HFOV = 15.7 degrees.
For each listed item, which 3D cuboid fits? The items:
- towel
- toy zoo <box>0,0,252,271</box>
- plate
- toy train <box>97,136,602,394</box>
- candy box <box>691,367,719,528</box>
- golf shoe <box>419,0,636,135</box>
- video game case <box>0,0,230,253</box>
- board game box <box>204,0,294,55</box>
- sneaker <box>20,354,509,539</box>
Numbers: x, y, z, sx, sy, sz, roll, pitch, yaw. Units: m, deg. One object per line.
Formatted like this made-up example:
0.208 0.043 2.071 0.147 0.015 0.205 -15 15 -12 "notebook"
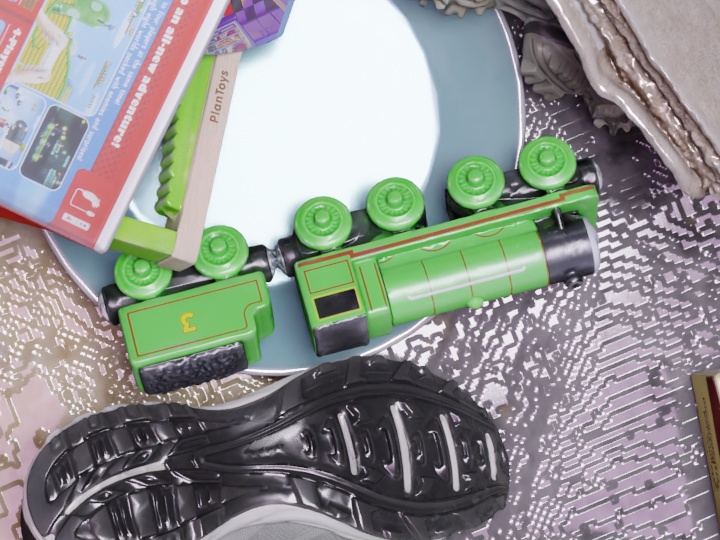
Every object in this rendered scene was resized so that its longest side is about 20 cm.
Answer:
0.111 -0.126 0.958 0.200 0.034 0.132 57 44 -8 "towel"
-0.140 -0.090 0.945 0.199 0.020 0.132 16 74 -20 "toy zoo"
-0.035 -0.059 1.026 0.199 0.026 0.201 0 90 -3 "plate"
0.000 0.000 0.989 0.199 0.042 0.057 -15 65 -3 "toy train"
0.241 0.078 1.031 0.199 0.055 0.116 -11 90 -3 "candy box"
0.064 -0.139 0.991 0.200 0.078 0.098 36 63 -33 "golf shoe"
-0.147 -0.112 0.894 0.199 0.017 0.143 26 93 -13 "video game case"
-0.056 -0.182 0.945 0.158 0.039 0.201 30 69 -33 "board game box"
-0.038 0.081 1.010 0.199 0.079 0.074 -4 73 -19 "sneaker"
